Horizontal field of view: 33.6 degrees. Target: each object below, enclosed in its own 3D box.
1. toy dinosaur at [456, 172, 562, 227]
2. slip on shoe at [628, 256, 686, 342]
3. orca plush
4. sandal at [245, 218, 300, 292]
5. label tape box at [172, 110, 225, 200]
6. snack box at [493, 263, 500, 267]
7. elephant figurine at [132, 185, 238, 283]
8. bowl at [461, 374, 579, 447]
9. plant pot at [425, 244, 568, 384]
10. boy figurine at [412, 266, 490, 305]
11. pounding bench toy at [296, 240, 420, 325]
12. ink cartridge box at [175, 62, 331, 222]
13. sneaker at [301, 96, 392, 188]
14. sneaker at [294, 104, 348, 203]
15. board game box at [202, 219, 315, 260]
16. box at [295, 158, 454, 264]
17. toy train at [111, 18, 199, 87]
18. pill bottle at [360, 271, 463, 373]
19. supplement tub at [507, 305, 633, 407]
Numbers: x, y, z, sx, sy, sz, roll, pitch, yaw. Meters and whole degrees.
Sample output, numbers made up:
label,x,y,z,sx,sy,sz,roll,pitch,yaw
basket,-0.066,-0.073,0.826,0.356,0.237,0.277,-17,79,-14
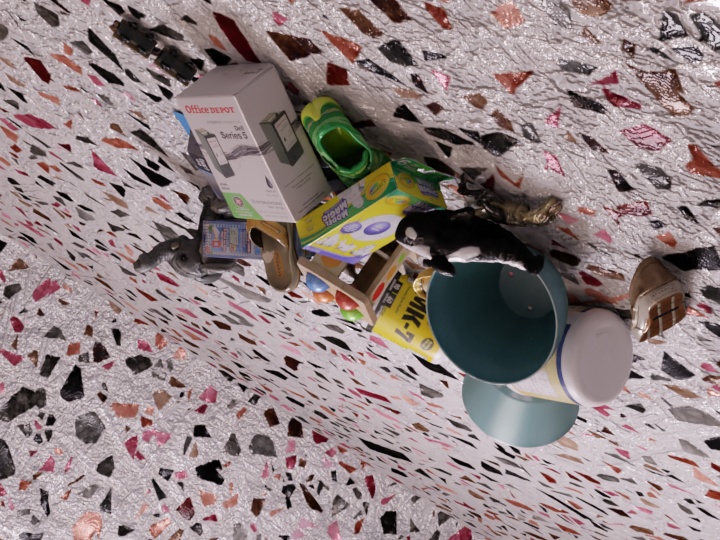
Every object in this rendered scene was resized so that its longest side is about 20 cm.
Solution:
label,x,y,z,sx,sy,sz,roll,pitch,yaw
toy dinosaur,0.172,-0.086,1.570,0.088,0.048,0.199,32,167,-33
slip on shoe,0.385,0.040,1.578,0.061,0.076,0.200,64,-175,21
orca plush,0.141,-0.045,1.543,0.199,0.105,0.071,26,144,22
sandal,-0.140,-0.056,1.786,0.080,0.054,0.201,2,111,39
label tape box,-0.209,-0.165,1.893,0.199,0.064,0.144,20,160,24
snack box,0.114,-0.065,1.743,0.199,0.024,0.072,34,164,-16
elephant figurine,-0.277,-0.036,2.125,0.154,0.201,0.142,20,161,24
bowl,0.270,0.177,1.958,0.200,0.201,0.105,23,142,16
plant pot,0.210,0.041,1.672,0.199,0.135,0.202,13,114,30
boy figurine,0.149,0.027,1.848,0.200,0.064,0.125,25,148,57
pounding bench toy,0.000,0.000,1.852,0.124,0.156,0.200,31,169,16
ink cartridge box,-0.146,-0.173,1.629,0.145,0.084,0.201,7,130,48
sneaker,-0.010,-0.144,1.594,0.200,0.074,0.084,42,-161,-38
sneaker,-0.047,-0.146,1.679,0.078,0.080,0.200,15,157,39
board game box,-0.119,-0.049,1.916,0.199,0.062,0.199,-3,-173,-38
box,0.025,-0.080,1.605,0.199,0.049,0.117,-33,150,30
toy train,-0.265,-0.290,1.684,0.199,0.034,0.046,34,174,-19
pill bottle,0.111,0.087,2.027,0.199,0.115,0.114,27,163,2
supplement tub,0.292,0.122,1.797,0.144,0.145,0.199,40,160,-33
